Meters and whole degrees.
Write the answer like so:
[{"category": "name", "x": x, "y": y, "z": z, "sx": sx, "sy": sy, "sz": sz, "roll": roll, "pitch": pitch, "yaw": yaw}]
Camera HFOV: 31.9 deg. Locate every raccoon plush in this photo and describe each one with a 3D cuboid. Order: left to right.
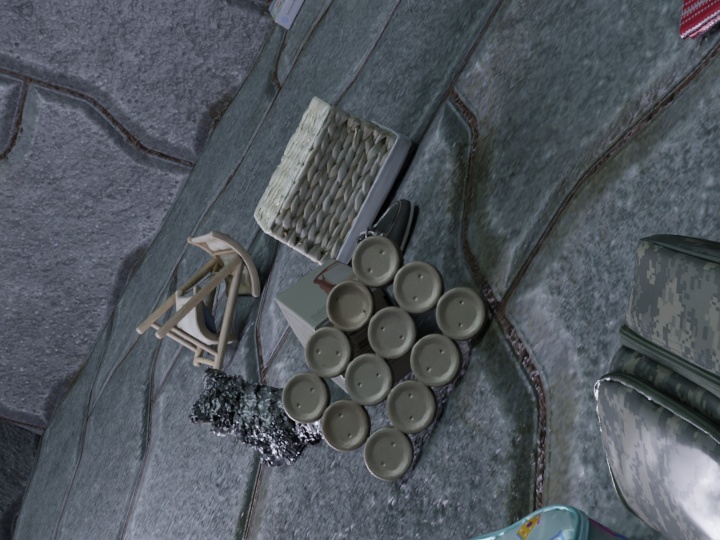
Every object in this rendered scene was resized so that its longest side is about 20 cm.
[{"category": "raccoon plush", "x": -0.116, "y": 0.153, "z": 1.495, "sx": 0.200, "sy": 0.133, "sz": 0.098, "roll": -42, "pitch": 26, "yaw": 51}]

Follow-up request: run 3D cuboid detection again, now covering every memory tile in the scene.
[{"category": "memory tile", "x": 0.021, "y": 0.082, "z": 1.204, "sx": 0.202, "sy": 0.152, "sz": 0.017, "roll": -62, "pitch": -19, "yaw": 6}]

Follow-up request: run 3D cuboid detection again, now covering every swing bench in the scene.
[{"category": "swing bench", "x": -0.257, "y": 0.048, "z": 2.099, "sx": 0.201, "sy": 0.129, "sz": 0.199, "roll": -61, "pitch": 16, "yaw": -10}]

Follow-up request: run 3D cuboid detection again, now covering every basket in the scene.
[{"category": "basket", "x": -0.041, "y": -0.116, "z": 1.653, "sx": 0.202, "sy": 0.122, "sz": 0.136, "roll": -62, "pitch": 18, "yaw": 6}]

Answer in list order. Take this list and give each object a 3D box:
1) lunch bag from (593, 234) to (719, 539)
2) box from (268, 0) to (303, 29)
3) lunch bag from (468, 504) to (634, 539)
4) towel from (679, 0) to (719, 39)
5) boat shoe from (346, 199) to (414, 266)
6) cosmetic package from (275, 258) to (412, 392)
[{"category": "lunch bag", "x": 0.209, "y": 0.082, "z": 0.638, "sx": 0.200, "sy": 0.138, "sz": 0.170, "roll": -143, "pitch": 64, "yaw": -73}, {"category": "box", "x": -0.157, "y": -0.654, "z": 2.944, "sx": 0.157, "sy": 0.041, "sz": 0.200, "roll": -60, "pitch": 18, "yaw": 14}, {"category": "lunch bag", "x": 0.100, "y": 0.241, "z": 0.818, "sx": 0.200, "sy": 0.076, "sz": 0.162, "roll": -39, "pitch": 30, "yaw": 55}, {"category": "towel", "x": 0.321, "y": -0.294, "z": 1.018, "sx": 0.144, "sy": 0.022, "sz": 0.202, "roll": -34, "pitch": 36, "yaw": 56}, {"category": "boat shoe", "x": 0.000, "y": 0.000, "z": 1.500, "sx": 0.202, "sy": 0.057, "sz": 0.067, "roll": -64, "pitch": 17, "yaw": 3}, {"category": "cosmetic package", "x": -0.014, "y": 0.060, "z": 1.346, "sx": 0.087, "sy": 0.104, "sz": 0.200, "roll": -35, "pitch": 16, "yaw": -9}]
